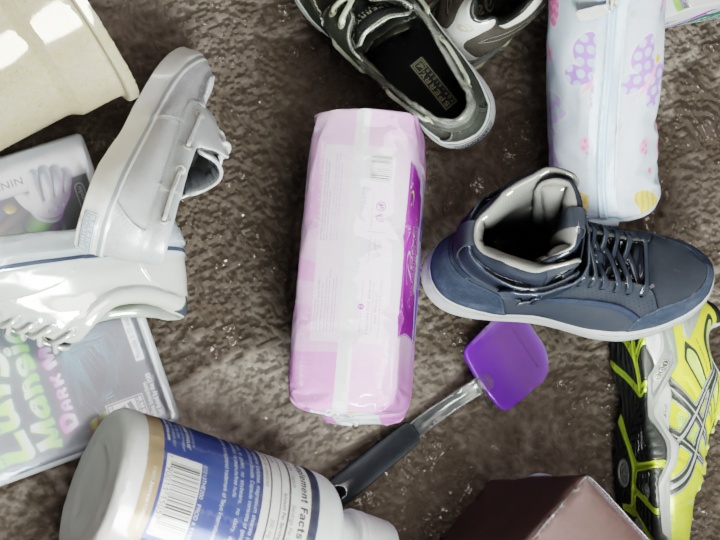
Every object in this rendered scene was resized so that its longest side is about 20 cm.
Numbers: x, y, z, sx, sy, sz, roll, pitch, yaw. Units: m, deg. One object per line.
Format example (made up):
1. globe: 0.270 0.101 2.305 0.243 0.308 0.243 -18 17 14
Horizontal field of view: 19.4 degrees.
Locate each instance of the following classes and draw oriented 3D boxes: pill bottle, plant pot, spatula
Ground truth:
1. pill bottle: -0.081 0.168 1.331 0.200 0.111 0.111 21 78 -21
2. plant pot: -0.266 -0.134 1.280 0.183 0.200 0.201 -37 96 -7
3. spatula: 0.050 0.100 1.432 0.200 0.021 0.057 -37 96 -18

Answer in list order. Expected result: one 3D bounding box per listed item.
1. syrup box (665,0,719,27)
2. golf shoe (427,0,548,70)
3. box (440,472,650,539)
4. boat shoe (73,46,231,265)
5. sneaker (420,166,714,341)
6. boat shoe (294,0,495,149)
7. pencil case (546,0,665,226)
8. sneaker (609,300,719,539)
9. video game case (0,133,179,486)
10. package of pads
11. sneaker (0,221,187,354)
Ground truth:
1. syrup box: 0.267 -0.224 1.484 0.200 0.079 0.082 -15 89 -34
2. golf shoe: 0.122 -0.221 1.453 0.078 0.094 0.200 37 73 -6
3. box: 0.106 0.259 1.356 0.164 0.166 0.200 46 74 -7
4. boat shoe: -0.119 -0.072 1.326 0.068 0.072 0.200 21 33 0
5. sneaker: 0.153 -0.010 1.369 0.202 0.146 0.077 1 71 -12
6. boat shoe: 0.014 -0.166 1.394 0.071 0.064 0.200 -45 73 4
7. pencil case: 0.166 -0.131 1.417 0.083 0.091 0.201 -6 120 -9
8. sneaker: 0.221 0.108 1.459 0.076 0.075 0.201 2 85 -17
9. video game case: -0.232 0.032 1.347 0.181 0.023 0.201 -19 90 -19
10. package of pads: 0.000 0.000 1.371 0.075 0.121 0.201 4 83 5
11. sneaker: -0.199 0.016 1.309 0.199 0.073 0.071 -11 79 -20
